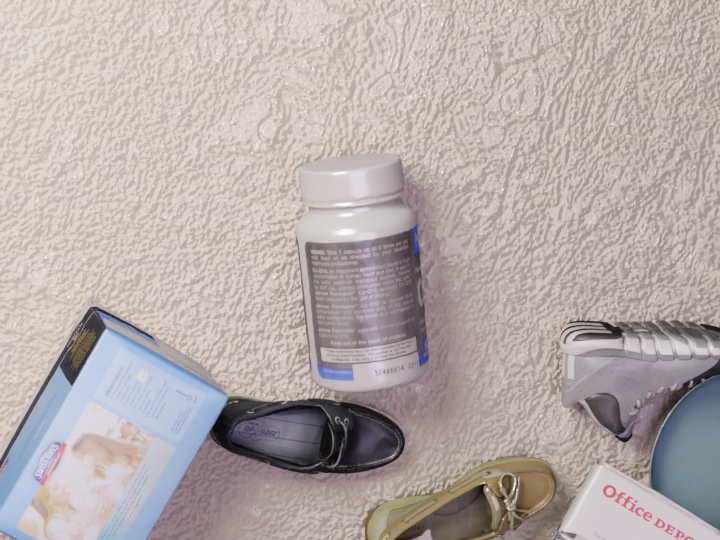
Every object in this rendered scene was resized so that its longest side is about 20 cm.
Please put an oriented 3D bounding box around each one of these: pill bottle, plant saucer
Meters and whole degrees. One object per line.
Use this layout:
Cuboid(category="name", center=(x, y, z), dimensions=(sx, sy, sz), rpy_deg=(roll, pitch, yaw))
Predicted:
Cuboid(category="pill bottle", center=(0.000, 0.000, 1.624), dimensions=(0.112, 0.114, 0.203), rpy_deg=(-9, 103, -15))
Cuboid(category="plant saucer", center=(0.380, 0.196, 1.817), dimensions=(0.198, 0.027, 0.203), rpy_deg=(-3, 100, -15))

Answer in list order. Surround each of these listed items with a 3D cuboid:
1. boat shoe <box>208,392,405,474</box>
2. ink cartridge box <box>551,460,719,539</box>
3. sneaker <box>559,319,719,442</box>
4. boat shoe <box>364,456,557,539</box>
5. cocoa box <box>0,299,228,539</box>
Cuboid(category="boat shoe", center=(-0.045, 0.156, 1.663), dimensions=(0.197, 0.066, 0.075), rpy_deg=(15, 95, -18))
Cuboid(category="ink cartridge box", center=(0.247, 0.306, 1.741), dimensions=(0.144, 0.083, 0.201), rpy_deg=(30, 91, 8))
Cuboid(category="sneaker", center=(0.288, 0.112, 1.757), dimensions=(0.197, 0.075, 0.117), rpy_deg=(3, 104, -6))
Cuboid(category="boat shoe", center=(0.104, 0.236, 1.723), dimensions=(0.198, 0.063, 0.074), rpy_deg=(-13, 103, -14))
Cuboid(category="cocoa box", center=(-0.229, 0.152, 1.574), dimensions=(0.133, 0.131, 0.201), rpy_deg=(30, 90, -19))
